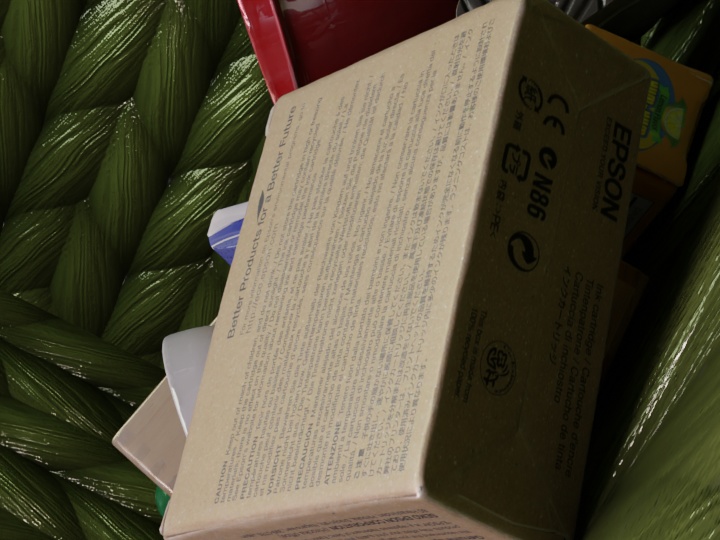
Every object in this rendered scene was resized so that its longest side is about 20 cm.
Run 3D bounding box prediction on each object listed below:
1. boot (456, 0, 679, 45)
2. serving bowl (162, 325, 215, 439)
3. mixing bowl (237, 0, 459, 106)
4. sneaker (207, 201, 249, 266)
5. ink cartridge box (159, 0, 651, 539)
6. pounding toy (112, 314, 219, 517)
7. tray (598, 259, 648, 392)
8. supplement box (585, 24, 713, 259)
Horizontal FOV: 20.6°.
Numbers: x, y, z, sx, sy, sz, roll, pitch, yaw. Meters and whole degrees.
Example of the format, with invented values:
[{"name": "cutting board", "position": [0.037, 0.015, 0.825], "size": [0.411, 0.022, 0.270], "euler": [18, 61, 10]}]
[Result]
[{"name": "boot", "position": [0.123, -0.108, 0.940], "size": [0.181, 0.073, 0.200], "euler": [-28, -25, 0]}, {"name": "serving bowl", "position": [-0.035, 0.113, 1.059], "size": [0.066, 0.201, 0.200], "euler": [-25, 3, 0]}, {"name": "mixing bowl", "position": [-0.004, -0.149, 0.937], "size": [0.200, 0.108, 0.201], "euler": [162, 90, -86]}, {"name": "sneaker", "position": [-0.003, 0.044, 1.142], "size": [0.080, 0.199, 0.115], "euler": [-16, 50, 37]}, {"name": "ink cartridge box", "position": [0.017, 0.014, 0.756], "size": [0.165, 0.075, 0.201], "euler": [-17, 53, 52]}, {"name": "pounding toy", "position": [-0.065, 0.142, 1.405], "size": [0.200, 0.142, 0.184], "euler": [-50, -21, -6]}, {"name": "tray", "position": [0.031, 0.026, 0.833], "size": [0.200, 0.037, 0.099], "euler": [16, 81, 60]}, {"name": "supplement box", "position": [0.085, -0.024, 0.892], "size": [0.200, 0.069, 0.067], "euler": [-56, 11, 56]}]
